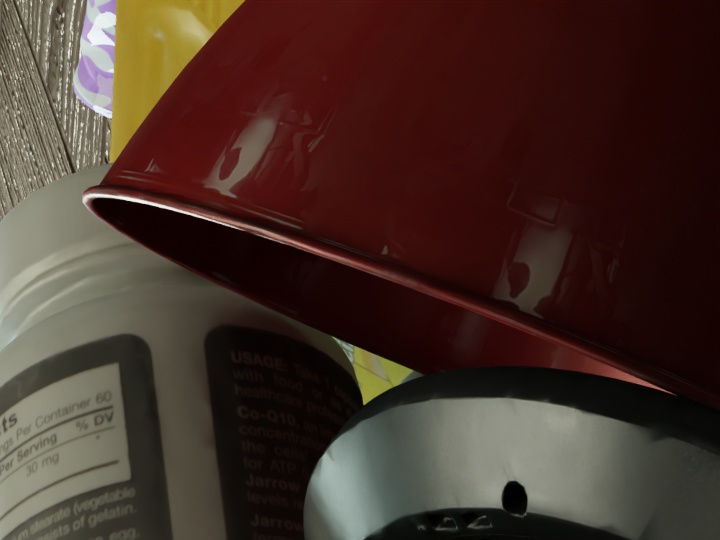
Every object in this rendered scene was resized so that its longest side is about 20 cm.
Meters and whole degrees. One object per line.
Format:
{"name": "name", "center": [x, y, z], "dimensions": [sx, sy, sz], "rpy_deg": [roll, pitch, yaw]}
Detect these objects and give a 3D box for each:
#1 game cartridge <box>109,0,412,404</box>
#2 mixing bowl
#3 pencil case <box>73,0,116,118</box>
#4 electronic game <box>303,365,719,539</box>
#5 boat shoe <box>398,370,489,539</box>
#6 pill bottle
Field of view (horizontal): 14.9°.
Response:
{"name": "game cartridge", "center": [0.000, 0.000, 0.853], "dimensions": [0.200, 0.032, 0.177], "rpy_deg": [27, 129, 29]}
{"name": "mixing bowl", "center": [0.045, -0.028, 0.657], "dimensions": [0.109, 0.200, 0.200], "rpy_deg": [-69, 17, -6]}
{"name": "pencil case", "center": [-0.079, -0.158, 1.117], "dimensions": [0.085, 0.084, 0.200], "rpy_deg": [21, 121, 31]}
{"name": "electronic game", "center": [0.075, 0.096, 0.620], "dimensions": [0.200, 0.042, 0.200], "rpy_deg": [24, 145, 18]}
{"name": "boat shoe", "center": [0.006, 0.106, 0.819], "dimensions": [0.200, 0.073, 0.065], "rpy_deg": [115, 158, -44]}
{"name": "pill bottle", "center": [-0.049, 0.076, 0.750], "dimensions": [0.113, 0.113, 0.200], "rpy_deg": [109, 157, -54]}
